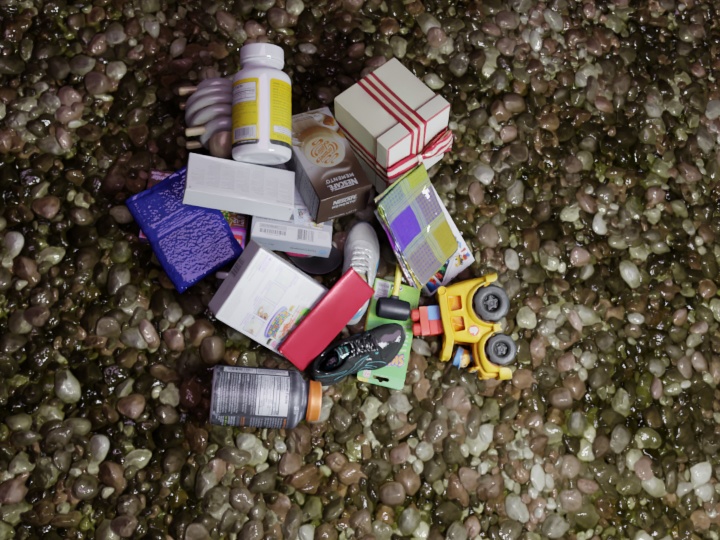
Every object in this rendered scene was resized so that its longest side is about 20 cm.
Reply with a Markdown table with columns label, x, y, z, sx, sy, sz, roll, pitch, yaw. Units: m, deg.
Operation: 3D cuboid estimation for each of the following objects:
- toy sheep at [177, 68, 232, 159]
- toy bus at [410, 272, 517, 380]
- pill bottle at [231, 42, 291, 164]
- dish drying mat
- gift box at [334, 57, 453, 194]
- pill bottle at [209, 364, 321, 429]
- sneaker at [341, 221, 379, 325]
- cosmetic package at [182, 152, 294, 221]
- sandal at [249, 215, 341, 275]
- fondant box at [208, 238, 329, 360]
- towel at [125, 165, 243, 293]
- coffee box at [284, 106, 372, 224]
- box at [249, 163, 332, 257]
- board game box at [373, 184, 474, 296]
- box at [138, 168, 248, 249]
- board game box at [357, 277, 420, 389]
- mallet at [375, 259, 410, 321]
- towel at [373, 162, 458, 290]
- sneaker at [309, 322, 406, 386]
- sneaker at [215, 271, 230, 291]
| label | x | y | z | sx | sy | sz | roll | pitch | yaw |
| --- | --- | --- | --- | --- | --- | --- | --- | --- | --- |
| toy sheep | -0.278 | -0.302 | 1.538 | 0.135 | 0.138 | 0.203 | -8 | 72 | -13 |
| toy bus | 0.195 | 0.119 | 1.542 | 0.188 | 0.136 | 0.204 | -9 | 81 | -1 |
| pill bottle | -0.180 | -0.302 | 1.465 | 0.109 | 0.111 | 0.204 | 1 | 85 | -11 |
| dish drying mat | -0.062 | 0.089 | 1.463 | 0.200 | 0.018 | 0.077 | -48 | 121 | -4 |
| gift box | 0.072 | -0.265 | 1.571 | 0.184 | 0.201 | 0.187 | -39 | 66 | -13 |
| pill bottle | -0.169 | 0.229 | 1.445 | 0.196 | 0.106 | 0.108 | 6 | 76 | -10 |
| sneaker | 0.000 | 0.000 | 1.547 | 0.075 | 0.081 | 0.204 | 10 | 74 | -7 |
| cosmetic package | -0.221 | -0.151 | 1.467 | 0.196 | 0.051 | 0.084 | 9 | 57 | -16 |
| sandal | -0.127 | -0.057 | 1.552 | 0.198 | 0.045 | 0.076 | 31 | 71 | -3 |
| fondant box | -0.153 | 0.059 | 1.449 | 0.199 | 0.058 | 0.145 | 34 | 91 | -31 |
| towel | -0.322 | -0.077 | 1.477 | 0.146 | 0.050 | 0.202 | -31 | 83 | -13 |
| coffee box | -0.073 | -0.202 | 1.528 | 0.113 | 0.080 | 0.202 | -19 | 65 | -22 |
| box | -0.128 | -0.129 | 1.542 | 0.153 | 0.041 | 0.203 | 8 | 59 | -10 |
| board game box | 0.128 | -0.068 | 1.584 | 0.126 | 0.035 | 0.202 | -36 | 104 | -18 |
| box | -0.312 | -0.109 | 1.530 | 0.196 | 0.039 | 0.140 | 8 | 76 | -10 |
| board game box | 0.053 | 0.124 | 1.557 | 0.094 | 0.030 | 0.203 | 14 | 72 | -7 |
| mallet | 0.084 | -0.002 | 1.537 | 0.065 | 0.041 | 0.203 | 17 | 89 | -12 |
| towel | 0.111 | -0.083 | 1.515 | 0.143 | 0.023 | 0.202 | -40 | 117 | -28 |
| sneaker | -0.005 | 0.155 | 1.489 | 0.198 | 0.079 | 0.076 | -28 | 71 | -3 |
| sneaker | -0.178 | 0.060 | 1.509 | 0.196 | 0.071 | 0.101 | 6 | 91 | -19 |
